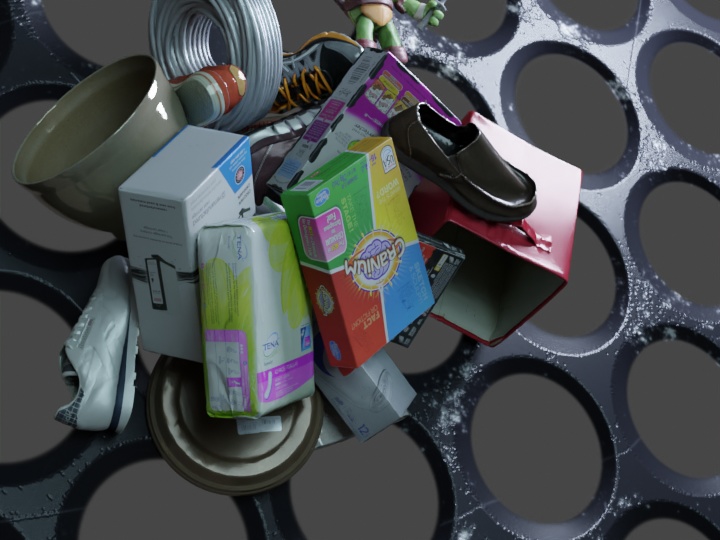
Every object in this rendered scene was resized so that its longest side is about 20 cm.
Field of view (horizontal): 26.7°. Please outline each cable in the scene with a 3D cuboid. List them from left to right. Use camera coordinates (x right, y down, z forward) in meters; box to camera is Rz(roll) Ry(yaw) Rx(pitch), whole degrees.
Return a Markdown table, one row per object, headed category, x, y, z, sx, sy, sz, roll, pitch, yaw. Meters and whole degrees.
| category | x | y | z | sx | sy | sz | roll | pitch | yaw |
| --- | --- | --- | --- | --- | --- | --- | --- | --- | --- |
| cable | -0.168 | -0.260 | 1.765 | 0.069 | 0.200 | 0.202 | -17 | 77 | -42 |

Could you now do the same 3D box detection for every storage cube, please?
| category | x | y | z | sx | sy | sz | roll | pitch | yaw |
| --- | --- | --- | --- | --- | --- | --- | --- | --- | --- |
| storage cube | 0.149 | -0.049 | 1.838 | 0.170 | 0.200 | 0.181 | 26 | 50 | -14 |

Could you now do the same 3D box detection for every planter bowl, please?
| category | x | y | z | sx | sy | sz | roll | pitch | yaw |
| --- | --- | --- | --- | --- | --- | --- | --- | --- | --- |
| planter bowl | -0.262 | -0.120 | 1.666 | 0.135 | 0.199 | 0.201 | 50 | 49 | -30 |

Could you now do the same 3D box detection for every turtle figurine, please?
| category | x | y | z | sx | sy | sz | roll | pitch | yaw |
| --- | --- | --- | --- | --- | --- | --- | --- | --- | --- |
| turtle figurine | 0.045 | -0.329 | 1.935 | 0.197 | 0.144 | 0.197 | -3 | 83 | 16 |

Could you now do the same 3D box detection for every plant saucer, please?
| category | x | y | z | sx | sy | sz | roll | pitch | yaw |
| --- | --- | --- | --- | --- | --- | --- | --- | --- | --- |
| plant saucer | -0.135 | 0.144 | 1.659 | 0.197 | 0.030 | 0.203 | 5 | 69 | -13 |

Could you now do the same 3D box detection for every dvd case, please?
| category | x | y | z | sx | sy | sz | roll | pitch | yaw |
| --- | --- | --- | --- | --- | --- | --- | --- | --- | --- |
| dvd case | 0.000 | 0.000 | 1.732 | 0.198 | 0.147 | 0.022 | 20 | 32 | -18 |

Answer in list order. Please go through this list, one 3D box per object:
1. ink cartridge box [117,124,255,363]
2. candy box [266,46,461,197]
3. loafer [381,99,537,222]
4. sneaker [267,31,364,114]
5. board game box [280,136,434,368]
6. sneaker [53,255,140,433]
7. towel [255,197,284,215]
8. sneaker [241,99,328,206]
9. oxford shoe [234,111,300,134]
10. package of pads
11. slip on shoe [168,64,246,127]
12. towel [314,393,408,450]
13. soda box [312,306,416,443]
| category | x | y | z | sx | sy | sz | roll | pitch | yaw |
| --- | --- | --- | --- | --- | --- | --- | --- | --- | --- |
| ink cartridge box | -0.174 | -0.028 | 1.602 | 0.083 | 0.202 | 0.146 | 10 | 36 | 21 |
| candy box | 0.005 | -0.135 | 1.744 | 0.136 | 0.061 | 0.201 | 40 | 82 | -29 |
| loafer | 0.119 | -0.121 | 1.696 | 0.198 | 0.071 | 0.074 | 26 | 51 | -15 |
| sneaker | -0.073 | -0.224 | 1.812 | 0.079 | 0.198 | 0.078 | 58 | 41 | -28 |
| board game box | 0.000 | -0.021 | 1.623 | 0.153 | 0.040 | 0.202 | -38 | 120 | -42 |
| sneaker | -0.280 | 0.073 | 1.621 | 0.079 | 0.077 | 0.202 | 7 | 61 | -14 |
| towel | -0.152 | -0.011 | 1.761 | 0.149 | 0.031 | 0.200 | 44 | 56 | 0 |
| sneaker | -0.051 | -0.133 | 1.789 | 0.198 | 0.076 | 0.117 | -23 | 97 | -10 |
| oxford shoe | -0.071 | -0.163 | 1.867 | 0.198 | 0.071 | 0.075 | 1 | 29 | -21 |
| package of pads | -0.106 | 0.045 | 1.568 | 0.154 | 0.067 | 0.203 | -14 | 103 | -67 |
| slip on shoe | -0.187 | -0.193 | 1.716 | 0.061 | 0.199 | 0.075 | -31 | 101 | -28 |
| towel | -0.048 | 0.135 | 1.736 | 0.198 | 0.034 | 0.134 | -16 | 75 | -34 |
| soda box | -0.026 | 0.087 | 1.687 | 0.201 | 0.063 | 0.068 | 54 | 27 | -4 |
